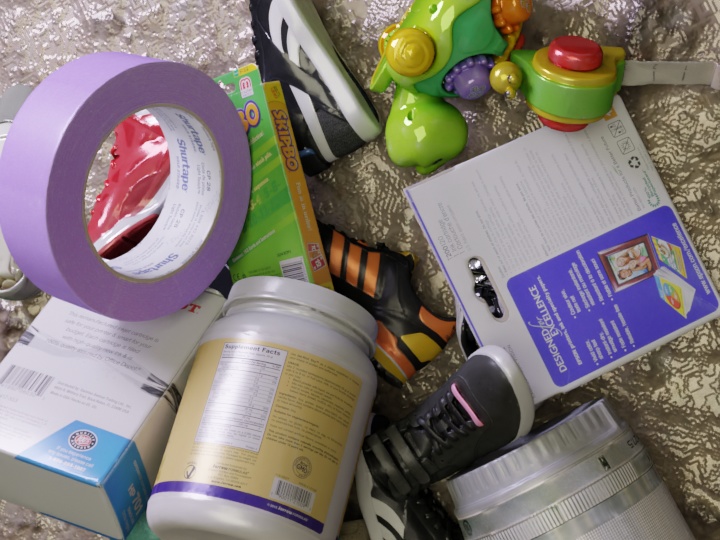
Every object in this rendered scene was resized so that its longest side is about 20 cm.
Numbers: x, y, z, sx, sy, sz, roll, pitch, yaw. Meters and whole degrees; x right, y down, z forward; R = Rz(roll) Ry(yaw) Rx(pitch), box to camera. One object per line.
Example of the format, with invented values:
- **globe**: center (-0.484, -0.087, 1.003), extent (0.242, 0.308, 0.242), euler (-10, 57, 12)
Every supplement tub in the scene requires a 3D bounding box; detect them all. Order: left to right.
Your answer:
- **supplement tub**: center (-0.069, 0.120, 1.049), extent (0.145, 0.145, 0.200), euler (8, 65, 16)

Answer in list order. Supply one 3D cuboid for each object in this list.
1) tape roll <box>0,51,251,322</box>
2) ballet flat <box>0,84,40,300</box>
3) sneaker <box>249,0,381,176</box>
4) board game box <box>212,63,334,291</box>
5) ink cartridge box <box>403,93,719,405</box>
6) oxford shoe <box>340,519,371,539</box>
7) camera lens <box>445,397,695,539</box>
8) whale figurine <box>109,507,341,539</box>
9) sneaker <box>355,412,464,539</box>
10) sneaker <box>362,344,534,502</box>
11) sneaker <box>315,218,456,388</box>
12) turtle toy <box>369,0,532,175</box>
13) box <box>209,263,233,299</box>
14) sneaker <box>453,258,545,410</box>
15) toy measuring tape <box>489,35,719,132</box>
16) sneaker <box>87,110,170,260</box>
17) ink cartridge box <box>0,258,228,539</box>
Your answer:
- **tape roll**: center (-0.177, -0.065, 1.056), extent (0.066, 0.200, 0.201), euler (16, 97, 41)
- **ballet flat**: center (-0.316, -0.072, 1.253), extent (0.067, 0.064, 0.200), euler (1, 92, 16)
- **sneaker**: center (-0.079, -0.173, 1.167), extent (0.112, 0.073, 0.200), euler (-32, 84, 13)
- **board game box**: center (-0.084, -0.063, 1.127), extent (0.095, 0.030, 0.200), euler (-13, 95, 43)
- **ink cartridge box**: center (0.158, -0.013, 1.085), extent (0.200, 0.043, 0.198), euler (-24, 85, -13)
- **oxford shoe**: center (-0.077, 0.242, 1.196), extent (0.200, 0.070, 0.075), euler (1, 70, 24)
- **camera lens**: center (0.175, 0.220, 1.068), extent (0.160, 0.160, 0.200), euler (-30, 83, 15)
- **whale figurine**: center (-0.117, 0.195, 1.131), extent (0.200, 0.104, 0.159), euler (-1, 80, 14)
- **sneaker**: center (0.064, 0.210, 1.152), extent (0.112, 0.073, 0.200), euler (-10, 97, 13)
- **sneaker**: center (0.061, 0.124, 1.040), extent (0.099, 0.200, 0.071), euler (-26, 75, -24)
- **sneaker**: center (0.000, 0.000, 1.169), extent (0.090, 0.070, 0.200), euler (-38, 79, -5)
- **turtle toy**: center (0.071, -0.176, 1.109), extent (0.101, 0.146, 0.200), euler (28, 100, -8)
- **box**: center (-0.120, 0.083, 1.210), extent (0.160, 0.044, 0.200), euler (-46, 79, 13)
- **sneaker**: center (0.109, 0.021, 1.120), extent (0.076, 0.088, 0.200), euler (-20, 85, 17)
- **toy measuring tape**: center (0.199, -0.142, 1.060), extent (0.200, 0.074, 0.074), euler (1, 92, -8)
- **sneaker**: center (-0.205, -0.079, 1.227), extent (0.200, 0.078, 0.116), euler (-41, 67, 8)
- **ink cartridge box**: center (-0.208, 0.098, 1.107), extent (0.146, 0.200, 0.086), euler (15, 139, 21)
